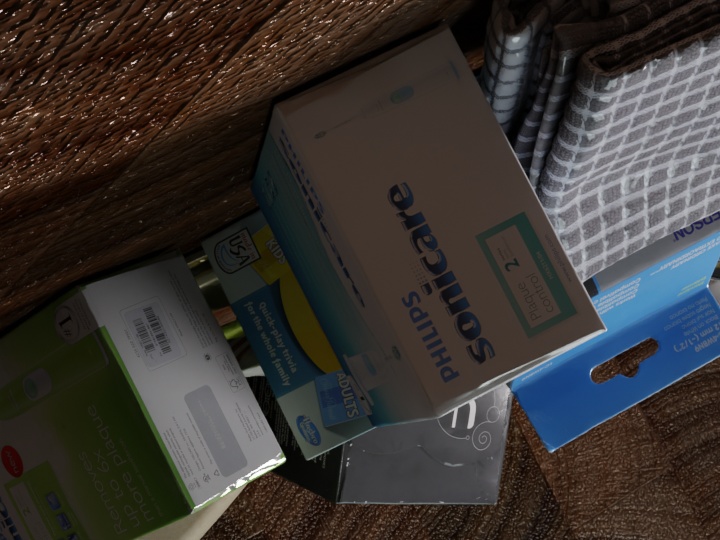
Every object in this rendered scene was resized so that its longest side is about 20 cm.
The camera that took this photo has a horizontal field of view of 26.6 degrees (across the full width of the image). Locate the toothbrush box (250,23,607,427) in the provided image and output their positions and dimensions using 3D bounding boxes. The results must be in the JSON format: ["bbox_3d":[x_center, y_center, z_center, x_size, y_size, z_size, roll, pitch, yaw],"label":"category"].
[{"bbox_3d":[0.021,-0.010,0.711,0.085,0.146,0.200,-27,176,-8],"label":"toothbrush box"}]

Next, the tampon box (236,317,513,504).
[{"bbox_3d":[0.002,0.101,1.211,0.150,0.126,0.200,5,-175,-32],"label":"tampon box"}]

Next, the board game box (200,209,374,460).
[{"bbox_3d":[0.024,0.004,0.921,0.200,0.151,0.047,-28,176,19],"label":"board game box"}]

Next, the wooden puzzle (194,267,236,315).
[{"bbox_3d":[-0.019,-0.018,1.076,0.200,0.046,0.185,-30,177,12],"label":"wooden puzzle"}]

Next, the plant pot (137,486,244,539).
[{"bbox_3d":[-0.182,0.135,1.126,0.177,0.200,0.200,-36,179,-3],"label":"plant pot"}]

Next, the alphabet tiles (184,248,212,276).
[{"bbox_3d":[-0.122,0.004,1.071,0.166,0.006,0.200,-26,177,-13],"label":"alphabet tiles"}]

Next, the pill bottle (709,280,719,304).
[{"bbox_3d":[0.235,-0.058,1.201,0.111,0.200,0.111,-26,177,-2],"label":"pill bottle"}]

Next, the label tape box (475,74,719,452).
[{"bbox_3d":[0.122,-0.022,0.839,0.143,0.200,0.066,-26,175,-18],"label":"label tape box"}]

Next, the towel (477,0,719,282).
[{"bbox_3d":[0.150,-0.088,0.684,0.200,0.086,0.166,-25,157,-15],"label":"towel"}]

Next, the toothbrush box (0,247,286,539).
[{"bbox_3d":[-0.162,0.095,0.939,0.086,0.146,0.200,-24,177,-46],"label":"toothbrush box"}]

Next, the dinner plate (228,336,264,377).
[{"bbox_3d":[-0.023,0.032,1.081,0.200,0.024,0.200,-27,-171,5],"label":"dinner plate"}]

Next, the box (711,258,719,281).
[{"bbox_3d":[0.269,-0.061,0.885,0.160,0.044,0.200,10,143,-11],"label":"box"}]

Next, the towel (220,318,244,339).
[{"bbox_3d":[0.000,0.000,1.005,0.200,0.018,0.086,-24,174,22],"label":"towel"}]
